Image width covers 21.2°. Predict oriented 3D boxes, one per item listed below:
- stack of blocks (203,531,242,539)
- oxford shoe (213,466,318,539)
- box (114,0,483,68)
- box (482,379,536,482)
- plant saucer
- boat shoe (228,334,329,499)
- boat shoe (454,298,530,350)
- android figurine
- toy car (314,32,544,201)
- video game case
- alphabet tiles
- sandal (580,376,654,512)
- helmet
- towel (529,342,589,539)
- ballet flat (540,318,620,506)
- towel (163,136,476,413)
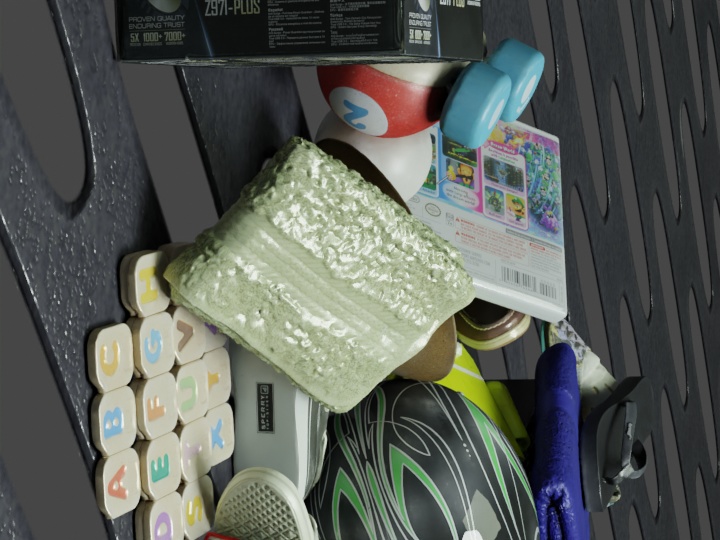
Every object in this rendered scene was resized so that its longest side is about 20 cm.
[{"bbox_3d":[-0.041,0.275,1.339,0.059,0.115,0.201,-59,145,-34],"label":"stack of blocks"},{"bbox_3d":[-0.057,0.194,1.354,0.058,0.075,0.201,-59,155,-34],"label":"oxford shoe"},{"bbox_3d":[-0.037,-0.178,1.256,0.164,0.199,0.087,-12,102,-68],"label":"box"},{"bbox_3d":[0.116,0.226,1.776,0.200,0.103,0.183,-52,135,-58],"label":"box"},{"bbox_3d":[0.000,0.000,1.433,0.035,0.200,0.201,-27,123,-21],"label":"plant saucer"},{"bbox_3d":[-0.055,0.075,1.393,0.064,0.070,0.201,-11,107,-68],"label":"boat shoe"},{"bbox_3d":[0.093,-0.005,1.702,0.072,0.072,0.200,60,6,-34],"label":"boat shoe"},{"bbox_3d":[0.075,0.105,1.635,0.182,0.041,0.201,28,30,-48],"label":"android figurine"},{"bbox_3d":[0.012,-0.109,1.491,0.177,0.184,0.201,-39,154,-63],"label":"toy car"},{"bbox_3d":[0.091,-0.064,1.640,0.199,0.024,0.183,18,56,-29],"label":"video game case"},{"bbox_3d":[-0.126,0.084,1.275,0.195,0.015,0.201,-17,106,-68],"label":"alphabet tiles"},{"bbox_3d":[0.236,0.147,1.713,0.200,0.043,0.077,-47,130,-57],"label":"sandal"},{"bbox_3d":[0.040,0.183,1.467,0.191,0.199,0.200,63,30,-19],"label":"helmet"},{"bbox_3d":[0.168,0.177,1.667,0.200,0.049,0.148,-79,160,-56],"label":"towel"},{"bbox_3d":[0.214,0.133,1.799,0.072,0.072,0.201,-47,132,-61],"label":"ballet flat"},{"bbox_3d":[-0.022,0.008,1.293,0.200,0.148,0.037,38,9,-38],"label":"towel"}]
